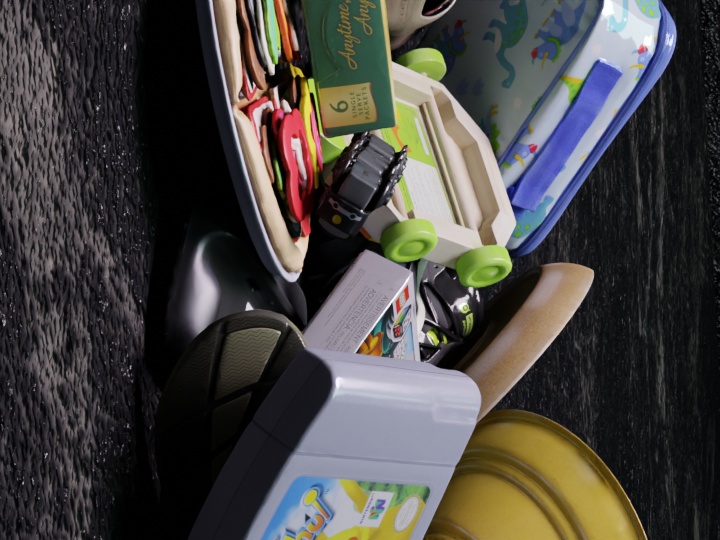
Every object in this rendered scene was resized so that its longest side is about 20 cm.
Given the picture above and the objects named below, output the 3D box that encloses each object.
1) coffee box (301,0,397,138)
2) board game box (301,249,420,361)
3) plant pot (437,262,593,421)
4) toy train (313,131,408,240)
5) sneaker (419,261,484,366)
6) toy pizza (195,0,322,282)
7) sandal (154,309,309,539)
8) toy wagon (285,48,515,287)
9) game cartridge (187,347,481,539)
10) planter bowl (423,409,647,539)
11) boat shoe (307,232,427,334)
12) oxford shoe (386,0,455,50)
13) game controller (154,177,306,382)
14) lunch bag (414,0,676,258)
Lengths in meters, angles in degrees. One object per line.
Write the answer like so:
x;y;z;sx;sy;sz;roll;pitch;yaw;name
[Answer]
-0.012;-0.170;1.485;0.200;0.044;0.123;-95;178;-61;coffee box
-0.012;0.095;1.487;0.126;0.035;0.200;-54;157;-26;board game box
0.069;0.063;1.749;0.027;0.200;0.200;43;24;-5;plant pot
-0.001;-0.044;1.431;0.046;0.034;0.200;-57;-178;10;toy train
0.033;0.030;1.708;0.200;0.083;0.071;-72;159;-50;sneaker
-0.045;-0.094;1.383;0.200;0.032;0.201;-11;90;-83;toy pizza
-0.063;0.104;1.353;0.057;0.080;0.201;-102;-167;-56;sandal
0.014;-0.073;1.599;0.200;0.040;0.155;18;47;-46;toy wagon
-0.027;0.134;1.316;0.133;0.040;0.200;10;109;-46;game cartridge
0.080;0.191;1.642;0.083;0.200;0.201;-17;112;-38;planter bowl
0.002;-0.001;1.623;0.066;0.074;0.200;50;42;-25;boat shoe
0.031;-0.169;1.700;0.200;0.075;0.071;-25;113;-77;oxford shoe
-0.066;0.031;1.409;0.200;0.042;0.105;60;48;-65;game controller
0.104;-0.118;1.733;0.200;0.082;0.161;-57;-146;19;lunch bag
